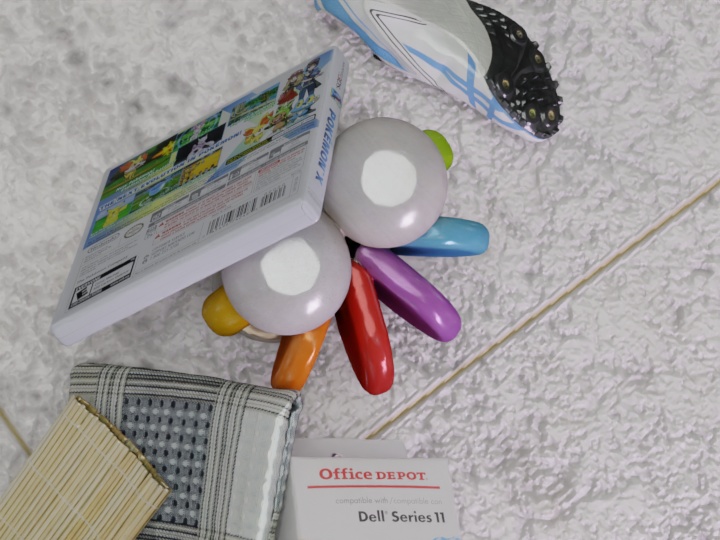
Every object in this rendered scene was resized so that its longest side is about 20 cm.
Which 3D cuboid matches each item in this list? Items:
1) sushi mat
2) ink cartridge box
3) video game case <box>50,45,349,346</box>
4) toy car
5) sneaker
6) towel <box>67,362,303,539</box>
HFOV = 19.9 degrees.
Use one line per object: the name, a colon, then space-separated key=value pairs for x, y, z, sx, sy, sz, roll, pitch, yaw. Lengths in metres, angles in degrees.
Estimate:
sushi mat: x=-0.213 y=0.188 z=1.360 sx=0.096 sy=0.012 sz=0.200 roll=41 pitch=101 yaw=21
ink cartridge box: x=0.004 y=0.188 z=1.340 sx=0.116 sy=0.067 sz=0.201 roll=2 pitch=60 yaw=-20
video game case: x=-0.101 y=-0.050 z=1.323 sx=0.199 sy=0.183 sz=0.022 roll=-26 pitch=119 yaw=24
toy car: x=0.000 y=0.000 z=1.354 sx=0.200 sy=0.175 sz=0.150 roll=-42 pitch=91 yaw=-7
sneaker: x=0.057 y=-0.156 z=1.437 sx=0.200 sy=0.072 sz=0.072 roll=36 pitch=54 yaw=-11
towel: x=-0.137 y=0.166 z=1.349 sx=0.192 sy=0.034 sz=0.201 roll=6 pitch=83 yaw=32
